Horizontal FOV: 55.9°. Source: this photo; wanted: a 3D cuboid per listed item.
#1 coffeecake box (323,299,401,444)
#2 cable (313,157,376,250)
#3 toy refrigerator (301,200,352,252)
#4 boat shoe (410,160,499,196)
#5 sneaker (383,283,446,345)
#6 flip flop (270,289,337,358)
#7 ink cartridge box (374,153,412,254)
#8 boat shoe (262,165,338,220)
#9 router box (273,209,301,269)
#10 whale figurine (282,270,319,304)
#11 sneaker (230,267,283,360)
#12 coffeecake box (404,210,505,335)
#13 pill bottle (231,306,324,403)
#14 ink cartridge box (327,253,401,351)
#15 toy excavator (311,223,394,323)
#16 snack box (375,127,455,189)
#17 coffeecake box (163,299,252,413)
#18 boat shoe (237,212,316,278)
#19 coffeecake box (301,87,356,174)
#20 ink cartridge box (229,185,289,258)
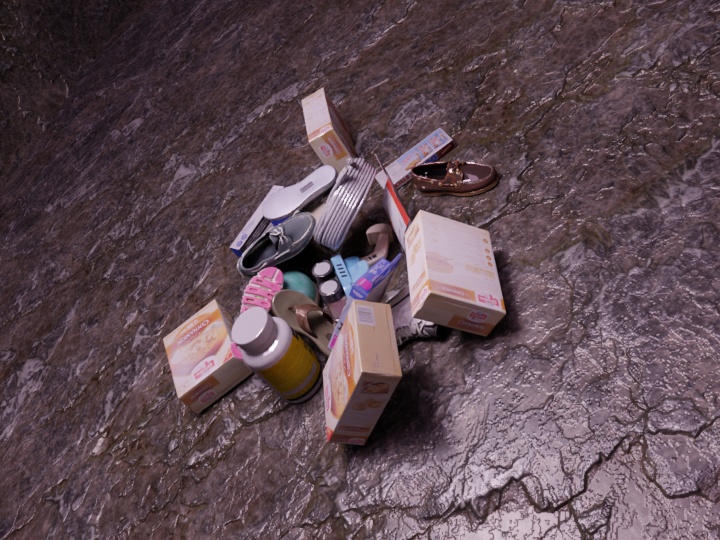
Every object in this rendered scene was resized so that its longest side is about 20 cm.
[{"bbox_3d":[-0.003,0.179,1.180,0.072,0.202,0.155,9,42,-16],"label":"coffeecake box"},{"bbox_3d":[-0.032,-0.142,1.440,0.203,0.068,0.200,-63,2,16],"label":"cable"},{"bbox_3d":[-0.108,-0.125,1.631,0.070,0.076,0.199,-43,42,-8],"label":"toy refrigerator"},{"bbox_3d":[0.202,-0.207,1.489,0.197,0.071,0.071,-3,50,32],"label":"boat shoe"},{"bbox_3d":[0.086,0.107,1.283,0.200,0.076,0.115,-44,40,-11],"label":"sneaker"},{"bbox_3d":[-0.091,0.104,1.350,0.199,0.058,0.081,40,61,10],"label":"flip flop"},{"bbox_3d":[0.073,-0.117,1.399,0.050,0.201,0.164,-29,41,8],"label":"ink cartridge box"},{"bbox_3d":[-0.135,-0.171,1.586,0.198,0.066,0.070,-35,63,-1],"label":"boat shoe"},{"bbox_3d":[-0.185,-0.051,1.558,0.150,0.062,0.200,-50,8,-12],"label":"router box"},{"bbox_3d":[-0.186,0.082,1.478,0.199,0.104,0.160,-37,41,2],"label":"whale figurine"},{"bbox_3d":[-0.210,0.093,1.407,0.072,0.088,0.204,16,75,6],"label":"sneaker"},{"bbox_3d":[0.168,0.003,1.238,0.203,0.151,0.074,-92,24,-43],"label":"coffeecake box"},{"bbox_3d":[-0.161,0.162,1.316,0.109,0.201,0.113,-18,45,20],"label":"pill bottle"},{"bbox_3d":[0.007,0.059,1.282,0.042,0.202,0.119,34,39,12],"label":"ink cartridge box"},{"bbox_3d":[0.000,0.000,1.445,0.197,0.101,0.196,-22,41,-3],"label":"toy excavator"},{"bbox_3d":[0.129,-0.261,1.622,0.198,0.024,0.072,-36,40,3],"label":"snack box"},{"bbox_3d":[-0.342,0.188,1.507,0.152,0.073,0.201,-36,42,0],"label":"coffeecake box"},{"bbox_3d":[-0.173,-0.055,1.421,0.199,0.062,0.073,-37,85,-9],"label":"boat shoe"},{"bbox_3d":[-0.077,-0.346,1.747,0.072,0.154,0.202,-26,43,13],"label":"coffeecake box"},{"bbox_3d":[-0.231,-0.103,1.685,0.044,0.094,0.202,11,61,41],"label":"ink cartridge box"}]
